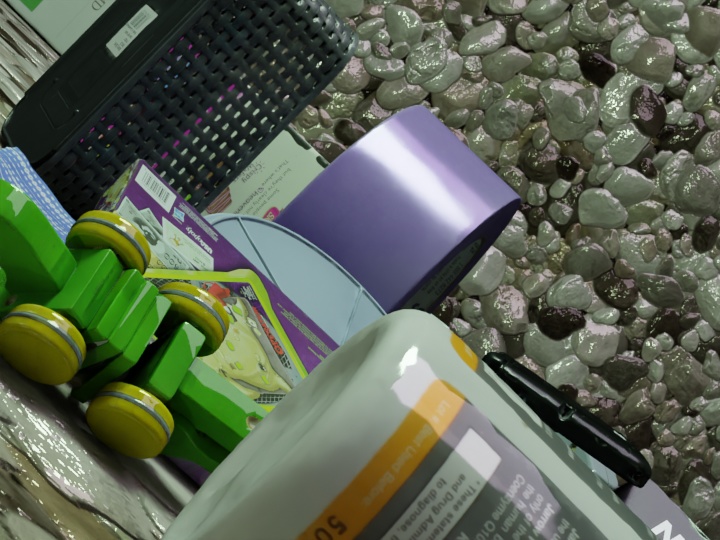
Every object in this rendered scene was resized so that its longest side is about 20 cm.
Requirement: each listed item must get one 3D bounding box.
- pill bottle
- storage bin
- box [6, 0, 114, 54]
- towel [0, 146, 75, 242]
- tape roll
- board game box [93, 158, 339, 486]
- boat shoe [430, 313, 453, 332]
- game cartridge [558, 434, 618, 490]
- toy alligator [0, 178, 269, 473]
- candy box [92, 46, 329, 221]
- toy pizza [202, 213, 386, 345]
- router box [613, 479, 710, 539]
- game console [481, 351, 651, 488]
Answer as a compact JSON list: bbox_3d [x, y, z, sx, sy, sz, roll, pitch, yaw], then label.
[{"bbox_3d":[0.045,0.116,0.442,0.200,0.116,0.116,45,1,-4],"label":"pill bottle"},{"bbox_3d":[-0.115,-0.115,0.958,0.094,0.200,0.135,43,1,-28],"label":"storage bin"},{"bbox_3d":[-0.389,-0.414,2.209,0.171,0.199,0.200,45,3,0],"label":"box"},{"bbox_3d":[-0.143,-0.012,0.759,0.145,0.024,0.200,45,1,-2],"label":"towel"},{"bbox_3d":[0.000,0.000,0.948,0.085,0.200,0.200,45,1,7],"label":"tape roll"},{"bbox_3d":[-0.043,0.053,0.660,0.200,0.032,0.120,44,23,-18],"label":"board game box"},{"bbox_3d":[-0.014,0.039,1.121,0.201,0.070,0.071,22,12,36],"label":"boat shoe"},{"bbox_3d":[0.120,0.158,1.201,0.042,0.133,0.200,44,2,-23],"label":"game cartridge"},{"bbox_3d":[-0.074,0.043,0.563,0.200,0.059,0.054,44,-39,-21],"label":"toy alligator"},{"bbox_3d":[-0.103,-0.061,1.110,0.200,0.136,0.061,46,3,28],"label":"candy box"},{"bbox_3d":[-0.025,0.060,0.757,0.200,0.032,0.200,40,27,-25],"label":"toy pizza"},{"bbox_3d":[0.209,0.249,0.986,0.200,0.051,0.149,46,-39,29],"label":"router box"},{"bbox_3d":[0.080,0.115,0.997,0.176,0.116,0.200,35,2,7],"label":"game console"}]
